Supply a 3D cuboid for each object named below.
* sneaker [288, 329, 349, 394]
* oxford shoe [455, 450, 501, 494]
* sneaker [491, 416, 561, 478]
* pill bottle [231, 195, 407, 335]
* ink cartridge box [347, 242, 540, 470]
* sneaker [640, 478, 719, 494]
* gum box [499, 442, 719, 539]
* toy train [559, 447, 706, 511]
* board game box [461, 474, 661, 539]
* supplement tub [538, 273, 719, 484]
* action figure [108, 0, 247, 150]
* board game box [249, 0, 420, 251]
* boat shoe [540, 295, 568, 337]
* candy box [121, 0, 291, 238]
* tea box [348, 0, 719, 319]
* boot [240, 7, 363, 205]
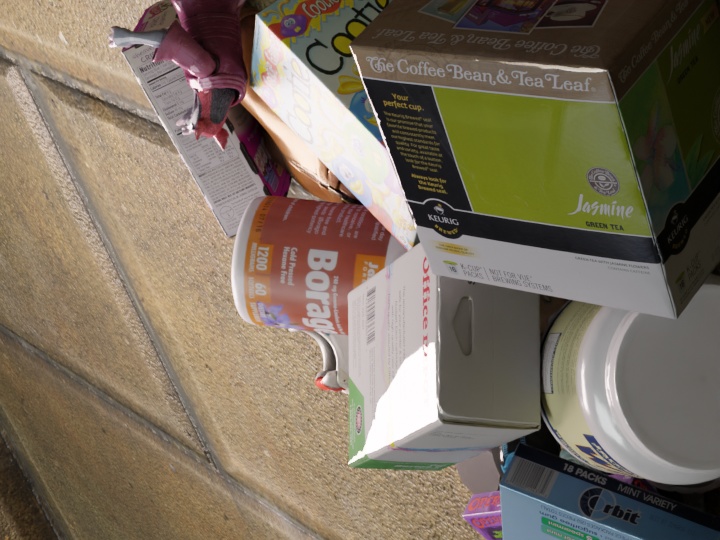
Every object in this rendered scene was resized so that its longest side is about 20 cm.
[{"bbox_3d":[0.006,0.107,2.002,0.200,0.093,0.070,56,158,-6],"label":"sneaker"},{"bbox_3d":[0.136,0.109,1.792,0.071,0.071,0.200,41,139,25],"label":"oxford shoe"},{"bbox_3d":[0.151,0.187,1.745,0.082,0.073,0.200,-89,-24,-47],"label":"sneaker"},{"bbox_3d":[0.000,0.000,1.735,0.199,0.112,0.112,6,139,15],"label":"pill bottle"},{"bbox_3d":[0.060,0.065,1.549,0.200,0.087,0.146,140,132,-67],"label":"ink cartridge box"},{"bbox_3d":[0.212,0.097,1.591,0.200,0.075,0.082,39,156,33],"label":"sneaker"},{"bbox_3d":[0.195,0.229,1.602,0.169,0.045,0.200,20,149,18],"label":"gum box"},{"bbox_3d":[0.234,0.190,1.689,0.114,0.085,0.200,23,144,36],"label":"toy train"},{"bbox_3d":[0.187,0.217,1.660,0.120,0.032,0.200,40,149,-24],"label":"board game box"},{"bbox_3d":[0.209,0.073,1.421,0.145,0.145,0.200,54,172,-2],"label":"supplement tub"},{"bbox_3d":[-0.117,-0.192,1.676,0.134,0.148,0.201,35,-138,-63],"label":"action figure"},{"bbox_3d":[0.017,-0.132,1.607,0.200,0.105,0.103,46,157,17],"label":"board game box"},{"bbox_3d":[0.140,0.019,1.574,0.200,0.065,0.072,-49,52,51],"label":"boat shoe"},{"bbox_3d":[-0.135,-0.146,1.868,0.200,0.061,0.136,62,-166,-18],"label":"candy box"},{"bbox_3d":[0.130,-0.096,1.334,0.199,0.134,0.197,11,136,37],"label":"tea box"},{"bbox_3d":[-0.043,-0.127,1.771,0.155,0.077,0.200,37,156,39],"label":"boot"}]
